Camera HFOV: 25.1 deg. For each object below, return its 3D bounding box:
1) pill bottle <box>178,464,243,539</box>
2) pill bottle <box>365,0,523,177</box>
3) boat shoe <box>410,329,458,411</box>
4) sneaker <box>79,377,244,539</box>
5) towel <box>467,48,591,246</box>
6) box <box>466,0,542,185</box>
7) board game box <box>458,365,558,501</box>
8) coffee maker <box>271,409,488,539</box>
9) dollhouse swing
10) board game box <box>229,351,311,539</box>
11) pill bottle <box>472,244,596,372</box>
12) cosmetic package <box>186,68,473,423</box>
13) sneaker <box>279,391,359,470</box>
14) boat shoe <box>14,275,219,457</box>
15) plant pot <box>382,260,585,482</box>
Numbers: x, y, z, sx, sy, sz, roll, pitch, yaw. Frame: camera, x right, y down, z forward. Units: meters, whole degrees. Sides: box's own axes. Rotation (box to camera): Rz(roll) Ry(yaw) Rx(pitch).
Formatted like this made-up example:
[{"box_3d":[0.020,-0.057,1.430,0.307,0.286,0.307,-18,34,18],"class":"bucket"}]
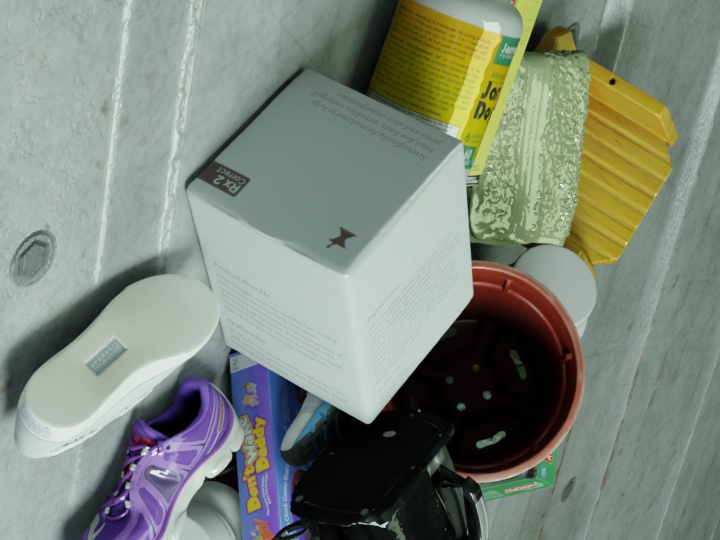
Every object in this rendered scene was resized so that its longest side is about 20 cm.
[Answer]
[{"box_3d":[-0.105,0.235,1.471,0.199,0.113,0.115,-18,130,-55],"class":"pill bottle"},{"box_3d":[0.076,-0.189,1.411,0.112,0.112,0.202,-4,117,-60],"class":"pill bottle"},{"box_3d":[0.069,0.099,1.723,0.068,0.072,0.201,-12,133,-57],"class":"boat shoe"},{"box_3d":[-0.181,0.171,1.347,0.201,0.080,0.084,-56,137,-29],"class":"sneaker"},{"box_3d":[0.165,-0.123,1.622,0.147,0.036,0.202,-2,104,-32],"class":"towel"},{"box_3d":[0.103,-0.184,1.509,0.050,0.075,0.202,-8,122,-58],"class":"box"},{"box_3d":[0.133,0.178,1.728,0.029,0.199,0.136,28,59,-31],"class":"board game box"},{"box_3d":[0.025,0.250,1.370,0.191,0.134,0.201,-32,117,-17],"class":"coffee maker"},{"box_3d":[0.234,-0.126,1.710,0.201,0.181,0.176,-57,172,-10],"class":"dollhouse swing"},{"box_3d":[-0.049,0.176,1.437,0.134,0.044,0.202,18,60,-49],"class":"board game box"},{"box_3d":[0.180,0.057,1.753,0.114,0.114,0.200,-48,173,-27],"class":"pill bottle"},{"box_3d":[-0.019,-0.020,1.337,0.165,0.164,0.201,-48,151,-29],"class":"cosmetic package"},{"box_3d":[-0.022,0.088,1.428,0.200,0.086,0.075,-52,153,-30],"class":"sneaker"},{"box_3d":[-0.185,0.075,1.230,0.200,0.072,0.069,-48,179,-43],"class":"boat shoe"},{"box_3d":[0.109,0.106,1.574,0.202,0.200,0.195,-59,174,-7],"class":"plant pot"}]
